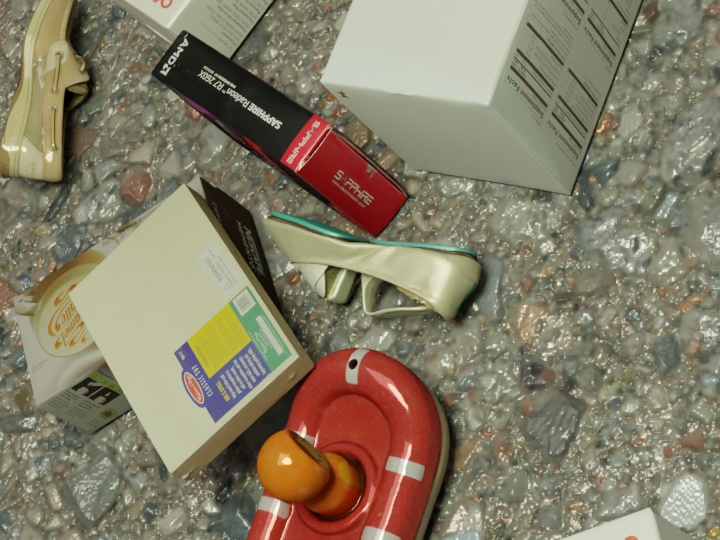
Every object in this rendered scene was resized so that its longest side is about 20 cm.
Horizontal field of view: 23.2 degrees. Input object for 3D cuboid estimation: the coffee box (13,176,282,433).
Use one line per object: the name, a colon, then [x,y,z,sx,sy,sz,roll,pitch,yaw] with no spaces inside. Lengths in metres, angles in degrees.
coffee box: [-0.176,0.030,1.433,0.200,0.080,0.115,-31,55,16]

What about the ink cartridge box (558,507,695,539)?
ink cartridge box: [0.130,0.257,1.121,0.200,0.084,0.145,-23,56,21]

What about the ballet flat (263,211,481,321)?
ballet flat: [0.000,0.000,1.349,0.200,0.069,0.070,12,74,36]

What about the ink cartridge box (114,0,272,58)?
ink cartridge box: [-0.130,-0.299,1.564,0.146,0.084,0.200,36,88,39]

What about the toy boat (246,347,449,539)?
toy boat: [-0.025,0.148,1.245,0.130,0.131,0.201,9,73,35]

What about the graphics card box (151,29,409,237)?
graphics card box: [-0.066,-0.111,1.403,0.200,0.125,0.051,37,90,38]

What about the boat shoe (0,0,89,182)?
boat shoe: [-0.281,-0.171,1.619,0.064,0.071,0.201,10,68,-1]

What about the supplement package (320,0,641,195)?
supplement package: [0.099,-0.186,1.317,0.151,0.151,0.201,12,74,36]

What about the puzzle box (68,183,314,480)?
puzzle box: [-0.132,0.045,1.333,0.133,0.025,0.200,-42,54,9]
